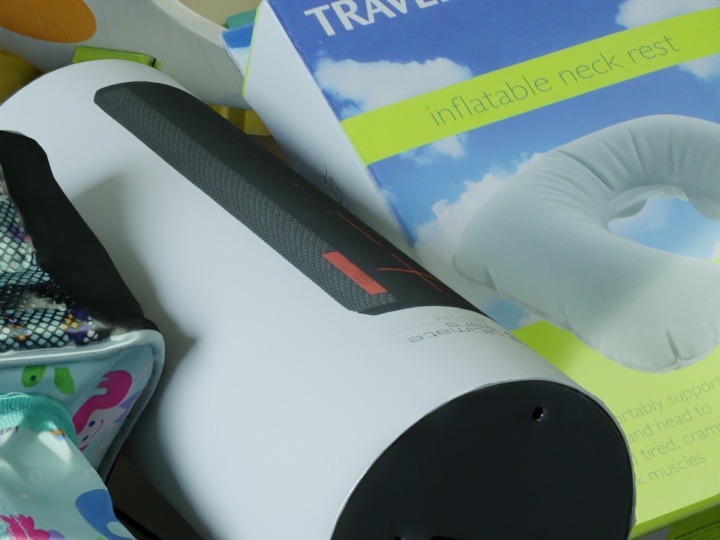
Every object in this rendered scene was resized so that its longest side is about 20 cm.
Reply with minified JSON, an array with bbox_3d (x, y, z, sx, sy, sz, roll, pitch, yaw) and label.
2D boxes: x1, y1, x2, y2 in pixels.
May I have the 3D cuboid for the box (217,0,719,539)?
[{"bbox_3d":[0.057,-0.018,0.612,0.122,0.048,0.200,-18,59,-21],"label":"box"}]

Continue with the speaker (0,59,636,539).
[{"bbox_3d":[-0.023,0.020,0.558,0.081,0.081,0.200,17,13,-37],"label":"speaker"}]

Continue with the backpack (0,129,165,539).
[{"bbox_3d":[-0.153,0.062,0.503,0.199,0.178,0.151,0,45,-33],"label":"backpack"}]

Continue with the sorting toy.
[{"bbox_3d":[-0.042,-0.096,0.941,0.180,0.107,0.200,20,18,22],"label":"sorting toy"}]

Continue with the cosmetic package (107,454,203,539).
[{"bbox_3d":[0.000,0.000,0.790,0.073,0.200,0.104,36,23,-4],"label":"cosmetic package"}]
